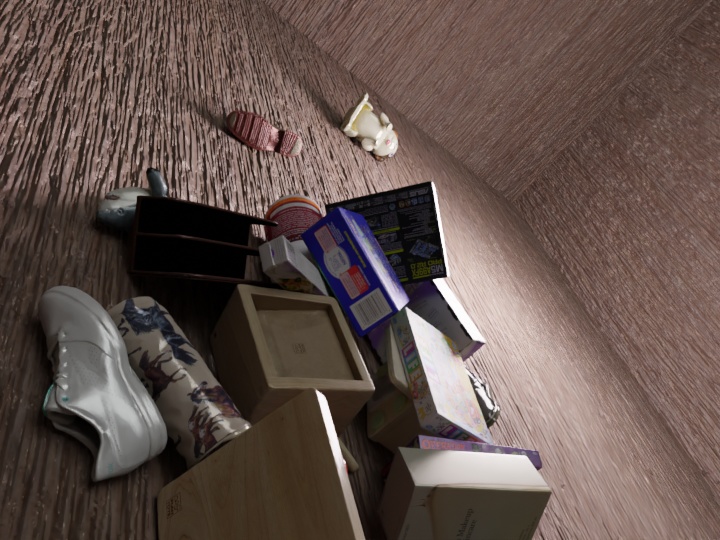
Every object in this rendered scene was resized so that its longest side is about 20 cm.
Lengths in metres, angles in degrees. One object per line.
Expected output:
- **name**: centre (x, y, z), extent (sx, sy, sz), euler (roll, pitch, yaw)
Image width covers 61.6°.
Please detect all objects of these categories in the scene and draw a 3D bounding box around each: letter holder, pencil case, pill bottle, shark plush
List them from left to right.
- **shark plush**: centre (-0.282, -0.050, 0.861), extent (0.201, 0.089, 0.085), euler (52, 32, -44)
- **pencil case**: centre (-0.203, 0.118, 0.640), extent (0.201, 0.090, 0.077), euler (49, 33, 12)
- **letter holder**: centre (-0.184, -0.032, 0.814), extent (0.139, 0.104, 0.198), euler (5, -3, 36)
- **pill bottle**: centre (-0.103, -0.029, 1.022), extent (0.112, 0.113, 0.203), euler (29, 27, -32)

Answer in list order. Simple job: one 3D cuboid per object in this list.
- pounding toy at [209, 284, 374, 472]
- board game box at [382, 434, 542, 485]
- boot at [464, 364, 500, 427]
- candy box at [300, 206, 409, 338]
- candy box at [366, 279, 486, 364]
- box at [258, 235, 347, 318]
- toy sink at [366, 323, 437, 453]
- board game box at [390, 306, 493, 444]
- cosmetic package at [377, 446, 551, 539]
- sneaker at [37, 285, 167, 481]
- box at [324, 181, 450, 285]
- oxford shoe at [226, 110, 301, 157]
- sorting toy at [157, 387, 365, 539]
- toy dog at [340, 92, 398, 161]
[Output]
- **pounding toy**: centre (-0.078, 0.146, 0.783), extent (0.196, 0.143, 0.186), euler (10, 39, -37)
- **board game box**: centre (0.141, 0.278, 0.848), extent (0.195, 0.121, 0.033), euler (13, 51, -20)
- **boot**: centre (0.179, 0.203, 1.180), extent (0.201, 0.072, 0.182), euler (49, 8, -8)
- **candy box**: centre (0.000, 0.000, 0.926), extent (0.172, 0.076, 0.200), euler (60, 10, 4)
- **candy box**: centre (0.100, 0.099, 1.086), extent (0.071, 0.167, 0.202), euler (16, 37, -57)
- **box**: centre (-0.073, 0.019, 0.831), extent (0.200, 0.038, 0.042), euler (48, 24, -57)
- **toy sink**: centre (0.077, 0.209, 0.942), extent (0.199, 0.112, 0.132), euler (41, 22, -23)
- **board game box**: centre (0.118, 0.163, 0.896), extent (0.133, 0.034, 0.203), euler (35, 26, -34)
- **cosmetic package**: centre (0.131, 0.293, 0.768), extent (0.194, 0.106, 0.073), euler (8, 20, -20)
- **sneaker**: centre (-0.269, 0.104, 0.577), extent (0.201, 0.075, 0.088), euler (52, 35, 12)
- **box**: centre (0.045, -0.052, 1.042), extent (0.044, 0.194, 0.165), euler (-5, 85, -76)
- **oxford shoe**: centre (-0.227, -0.308, 1.365), extent (0.197, 0.072, 0.074), euler (19, 7, -45)
- **sorting toy**: centre (-0.076, 0.245, 0.519), extent (0.070, 0.197, 0.203), euler (43, 17, -44)
- **toy dog**: centre (0.035, -0.445, 1.973), extent (0.198, 0.142, 0.193), euler (36, -12, -17)
